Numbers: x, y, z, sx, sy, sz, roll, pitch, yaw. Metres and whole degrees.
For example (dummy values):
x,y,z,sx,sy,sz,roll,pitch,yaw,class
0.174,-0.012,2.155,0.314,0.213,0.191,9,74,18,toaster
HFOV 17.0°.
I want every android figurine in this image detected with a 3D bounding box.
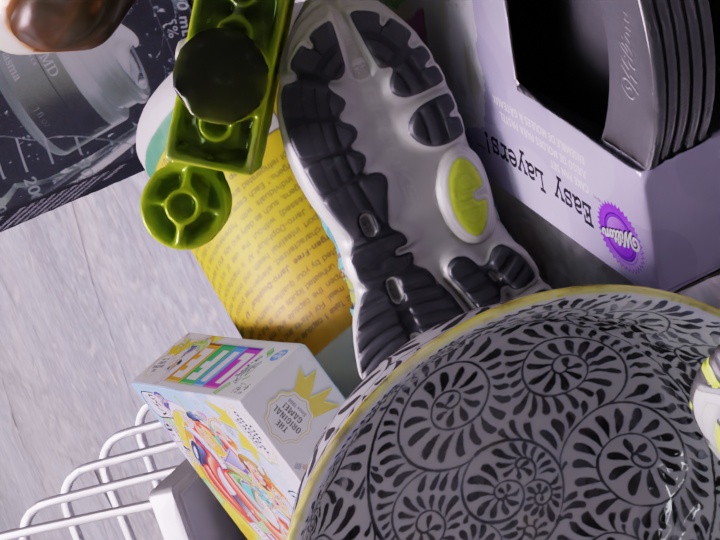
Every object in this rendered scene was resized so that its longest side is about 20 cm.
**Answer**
x,y,z,sx,sy,sz,roll,pitch,yaw,class
-0.043,-0.098,0.854,0.200,0.041,0.183,-112,33,-84,android figurine

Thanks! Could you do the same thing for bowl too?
x,y,z,sx,sy,sz,roll,pitch,yaw,class
0.053,0.086,0.814,0.094,0.200,0.202,-135,27,-63,bowl

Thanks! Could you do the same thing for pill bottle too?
x,y,z,sx,sy,sz,roll,pitch,yaw,class
0.000,0.000,0.981,0.201,0.112,0.113,58,159,18,pill bottle

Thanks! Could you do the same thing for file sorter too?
x,y,z,sx,sy,sz,roll,pitch,yaw,class
-0.081,0.144,1.181,0.140,0.124,0.200,71,-156,-11,file sorter

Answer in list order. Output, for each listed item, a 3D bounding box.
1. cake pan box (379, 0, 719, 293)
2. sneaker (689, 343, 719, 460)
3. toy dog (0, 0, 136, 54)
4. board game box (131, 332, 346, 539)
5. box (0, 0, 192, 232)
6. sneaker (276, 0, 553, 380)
x,y,z,sx,sy,sz,roll,pitch,yaw,class
0.057,-0.109,0.802,0.200,0.052,0.185,41,151,49,cake pan box
0.153,0.034,0.683,0.077,0.075,0.200,60,161,15,sneaker
-0.139,-0.190,1.018,0.139,0.193,0.201,13,120,51,toy dog
-0.001,0.114,0.945,0.200,0.034,0.134,54,162,-13,board game box
-0.200,-0.123,1.228,0.201,0.196,0.124,66,159,-1,box
0.022,-0.009,0.869,0.080,0.077,0.201,-122,14,-73,sneaker
